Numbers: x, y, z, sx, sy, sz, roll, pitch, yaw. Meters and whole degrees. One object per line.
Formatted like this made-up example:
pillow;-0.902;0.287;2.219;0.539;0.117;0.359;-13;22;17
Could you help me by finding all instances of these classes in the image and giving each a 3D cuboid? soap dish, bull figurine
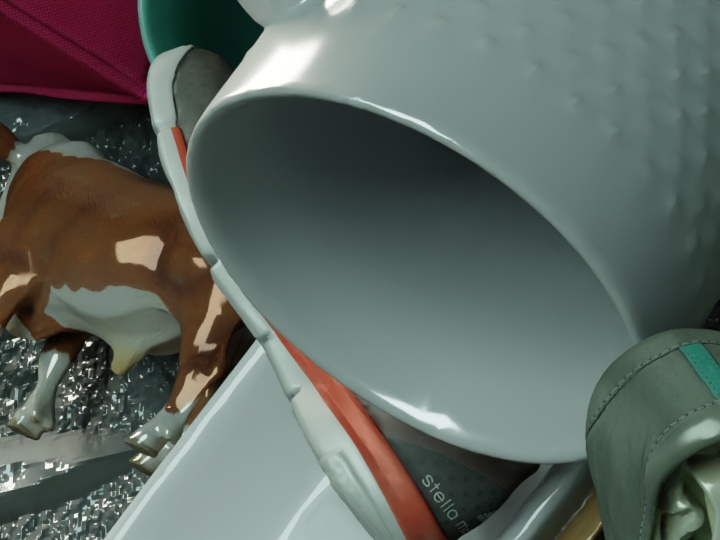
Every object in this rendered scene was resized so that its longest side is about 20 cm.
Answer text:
soap dish;0.002;0.100;0.936;0.157;0.081;0.200;38;91;39
bull figurine;-0.097;0.007;1.043;0.200;0.065;0.122;11;71;44

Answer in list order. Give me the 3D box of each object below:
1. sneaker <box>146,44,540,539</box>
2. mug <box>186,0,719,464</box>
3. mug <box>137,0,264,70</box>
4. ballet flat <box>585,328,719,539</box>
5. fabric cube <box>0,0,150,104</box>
sneaker;0.000;0.000;0.891;0.082;0.077;0.200;-32;69;3
mug;0.039;-0.075;0.779;0.176;0.200;0.148;-54;14;-30
mug;0.019;-0.086;0.991;0.152;0.114;0.185;-45;53;7
ballet flat;0.100;0.111;0.714;0.067;0.201;0.064;-19;27;-12
fabric cube;-0.163;-0.197;1.072;0.200;0.199;0.197;8;70;57
